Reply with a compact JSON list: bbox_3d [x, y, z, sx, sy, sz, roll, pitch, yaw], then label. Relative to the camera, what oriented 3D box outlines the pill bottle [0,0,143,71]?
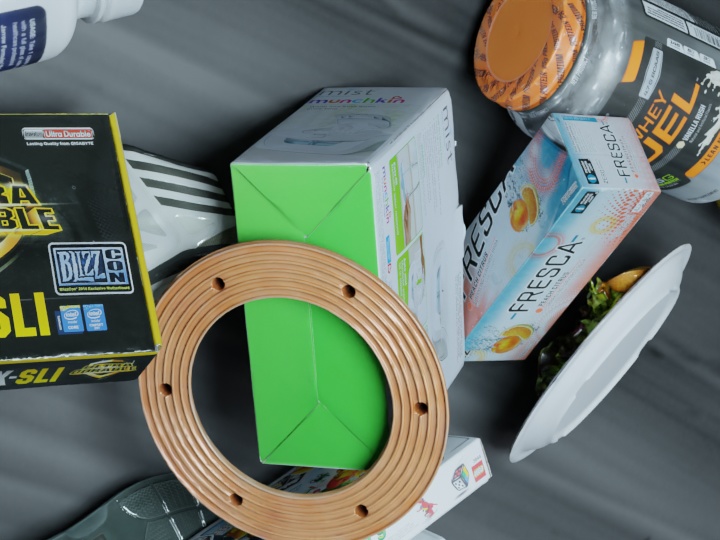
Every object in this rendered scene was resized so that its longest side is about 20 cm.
[{"bbox_3d":[-0.229,-0.166,1.145,0.199,0.111,0.112,-16,113,-24],"label":"pill bottle"}]

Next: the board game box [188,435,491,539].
[{"bbox_3d":[-0.023,0.165,1.322,0.199,0.126,0.035,-32,111,-39],"label":"board game box"}]

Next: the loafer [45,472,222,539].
[{"bbox_3d":[-0.165,0.186,1.331,0.199,0.063,0.072,-20,87,-36],"label":"loafer"}]

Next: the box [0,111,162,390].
[{"bbox_3d":[-0.226,-0.012,1.153,0.198,0.049,0.161,-2,67,-27],"label":"box"}]

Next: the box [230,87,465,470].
[{"bbox_3d":[0.000,0.000,1.283,0.177,0.096,0.202,-50,139,-62],"label":"box"}]

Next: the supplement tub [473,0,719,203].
[{"bbox_3d":[0.183,-0.130,1.381,0.199,0.122,0.123,18,96,-32],"label":"supplement tub"}]

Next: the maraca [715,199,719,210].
[{"bbox_3d":[0.316,-0.114,1.466,0.106,0.137,0.202,17,89,3],"label":"maraca"}]

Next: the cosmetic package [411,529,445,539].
[{"bbox_3d":[0.001,0.276,1.345,0.201,0.071,0.102,-55,132,-18],"label":"cosmetic package"}]

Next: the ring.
[{"bbox_3d":[-0.041,0.075,1.216,0.198,0.019,0.202,6,113,15],"label":"ring"}]

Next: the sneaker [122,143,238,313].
[{"bbox_3d":[-0.173,-0.010,1.264,0.199,0.076,0.116,-19,77,-1],"label":"sneaker"}]

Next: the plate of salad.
[{"bbox_3d":[0.164,0.054,1.427,0.200,0.048,0.200,-47,166,-15],"label":"plate of salad"}]

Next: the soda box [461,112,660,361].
[{"bbox_3d":[0.119,-0.018,1.354,0.068,0.064,0.200,1,143,-30],"label":"soda box"}]
